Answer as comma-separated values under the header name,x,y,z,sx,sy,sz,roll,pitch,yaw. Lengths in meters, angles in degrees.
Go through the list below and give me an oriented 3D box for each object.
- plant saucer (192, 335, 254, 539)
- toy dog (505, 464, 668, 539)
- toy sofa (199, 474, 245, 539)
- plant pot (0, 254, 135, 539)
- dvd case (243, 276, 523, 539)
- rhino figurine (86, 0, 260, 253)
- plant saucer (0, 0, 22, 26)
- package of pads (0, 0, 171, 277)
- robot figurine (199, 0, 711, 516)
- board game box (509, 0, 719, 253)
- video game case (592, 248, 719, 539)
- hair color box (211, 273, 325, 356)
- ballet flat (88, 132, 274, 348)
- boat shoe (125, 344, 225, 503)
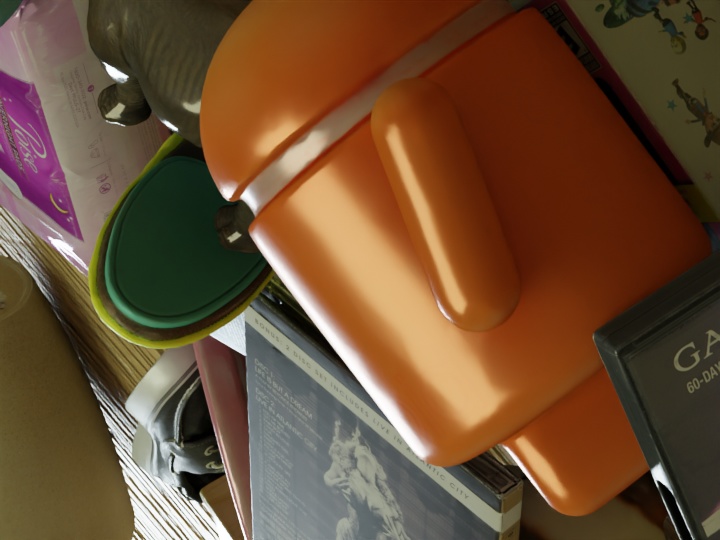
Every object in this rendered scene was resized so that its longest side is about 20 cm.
name,x,y,z,sx,sy,sz,roll,pitch,yaw
plant saucer,-0.043,0.066,1.138,0.201,0.051,0.201,164,90,-90
toy dog,0.080,0.165,1.038,0.194,0.140,0.200,32,150,26
toy sofa,-0.022,0.187,1.307,0.098,0.083,0.200,52,161,34
plant pot,-0.248,0.096,1.528,0.187,0.187,0.201,32,136,39
dvd case,0.006,0.112,0.958,0.149,0.016,0.200,38,146,32
rhino figurine,-0.072,-0.090,0.875,0.200,0.060,0.088,44,153,21
plant saucer,-0.165,-0.201,0.992,0.200,0.027,0.201,169,90,-80
package of pads,-0.157,-0.100,1.160,0.120,0.076,0.200,37,154,33
robot figurine,0.029,-0.022,0.720,0.200,0.144,0.117,52,129,1
board game box,0.114,-0.012,0.800,0.200,0.064,0.147,53,158,-4
video game case,0.165,0.063,0.713,0.200,0.143,0.019,64,167,-26
hair color box,0.000,0.000,0.983,0.200,0.100,0.061,27,144,44
ballet flat,-0.058,-0.028,0.938,0.067,0.200,0.067,28,138,-4
boat shoe,-0.091,0.089,1.336,0.066,0.070,0.200,39,156,8
